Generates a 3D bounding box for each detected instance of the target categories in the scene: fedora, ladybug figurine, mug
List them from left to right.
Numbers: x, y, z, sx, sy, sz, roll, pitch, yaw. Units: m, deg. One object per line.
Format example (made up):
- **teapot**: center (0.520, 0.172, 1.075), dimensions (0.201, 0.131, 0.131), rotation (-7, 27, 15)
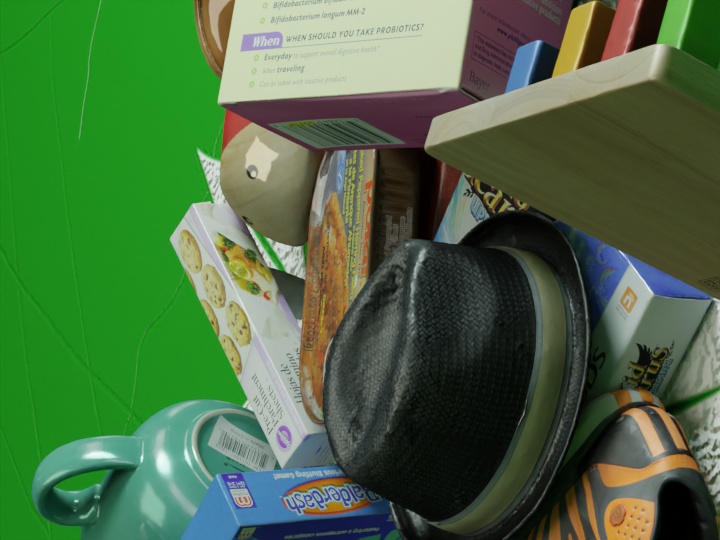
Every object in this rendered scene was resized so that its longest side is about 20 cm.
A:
- **mug**: center (-0.112, 0.165, 1.561), dimensions (0.152, 0.184, 0.115), rotation (55, 129, 26)
- **ladybug figurine**: center (-0.058, -0.101, 1.582), dimensions (0.201, 0.071, 0.137), rotation (-87, 3, -53)
- **fedora**: center (0.041, 0.056, 1.255), dimensions (0.200, 0.091, 0.202), rotation (-31, 51, 48)

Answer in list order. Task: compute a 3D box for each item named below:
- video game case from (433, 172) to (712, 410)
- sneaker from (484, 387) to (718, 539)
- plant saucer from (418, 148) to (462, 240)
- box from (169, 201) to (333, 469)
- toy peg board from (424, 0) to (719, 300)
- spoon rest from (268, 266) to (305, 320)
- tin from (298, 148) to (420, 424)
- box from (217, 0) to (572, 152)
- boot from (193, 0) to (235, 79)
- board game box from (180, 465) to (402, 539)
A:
- **video game case**: center (0.102, 0.029, 1.319), dimensions (0.200, 0.045, 0.182), rotation (56, 132, 46)
- **sneaker**: center (0.123, 0.170, 1.228), dimensions (0.201, 0.077, 0.112), rotation (-67, 31, 29)
- **plant saucer**: center (0.032, -0.088, 1.500), dimensions (0.200, 0.036, 0.201), rotation (16, 98, 61)
- **box**: center (-0.069, 0.041, 1.533), dimensions (0.042, 0.038, 0.201), rotation (-54, 52, 39)
- **toy peg board**: center (0.171, -0.075, 1.087), dimensions (0.199, 0.199, 0.098), rotation (-12, 56, 61)
- **spoon rest**: center (-0.003, 0.050, 1.530), dimensions (0.200, 0.060, 0.100), rotation (34, 116, 45)
- **tin**: center (0.000, 0.000, 1.441), dimensions (0.112, 0.042, 0.202), rotation (140, 137, -66)
- **box**: center (0.028, -0.178, 1.312), dimensions (0.175, 0.096, 0.202), rotation (-1, 75, 39)
- **boot**: center (-0.051, -0.234, 1.653), dimensions (0.155, 0.076, 0.202), rotation (6, 78, 65)
- **board game box**: center (-0.058, 0.206, 1.482), dimensions (0.045, 0.151, 0.201), rotation (61, 138, 34)
